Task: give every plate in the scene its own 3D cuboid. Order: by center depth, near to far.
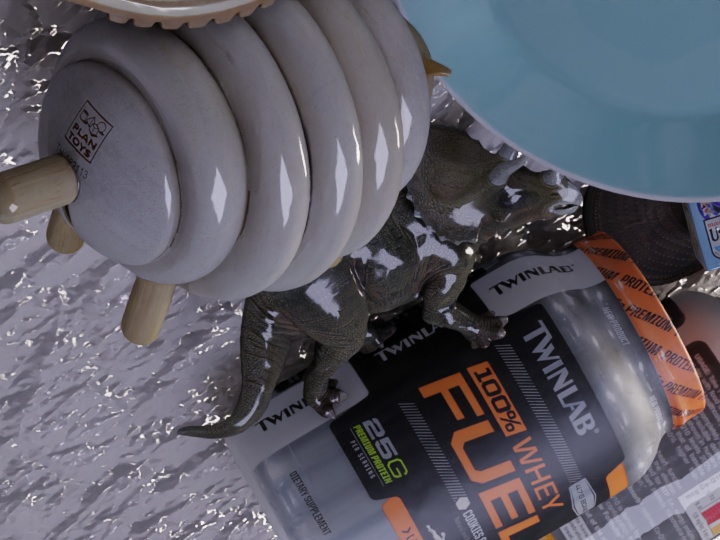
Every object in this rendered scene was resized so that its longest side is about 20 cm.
[{"bbox_3d":[0.106,-0.108,0.950,0.200,0.200,0.026,103,12,-49],"label":"plate"}]

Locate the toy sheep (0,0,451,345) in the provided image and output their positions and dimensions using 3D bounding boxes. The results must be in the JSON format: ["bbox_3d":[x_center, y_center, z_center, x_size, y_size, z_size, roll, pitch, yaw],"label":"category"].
[{"bbox_3d":[-0.050,-0.048,0.909,0.200,0.138,0.138,-28,152,-39],"label":"toy sheep"}]

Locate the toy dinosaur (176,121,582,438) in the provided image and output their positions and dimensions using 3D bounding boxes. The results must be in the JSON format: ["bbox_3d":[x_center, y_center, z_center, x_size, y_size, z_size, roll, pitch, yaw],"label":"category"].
[{"bbox_3d":[0.000,0.000,1.085,0.199,0.077,0.102,-25,129,3],"label":"toy dinosaur"}]

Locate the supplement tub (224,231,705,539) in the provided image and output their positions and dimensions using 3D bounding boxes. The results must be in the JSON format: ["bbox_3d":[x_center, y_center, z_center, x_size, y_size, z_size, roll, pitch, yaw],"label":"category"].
[{"bbox_3d":[0.049,0.072,1.157,0.200,0.123,0.123,-31,148,-4],"label":"supplement tub"}]

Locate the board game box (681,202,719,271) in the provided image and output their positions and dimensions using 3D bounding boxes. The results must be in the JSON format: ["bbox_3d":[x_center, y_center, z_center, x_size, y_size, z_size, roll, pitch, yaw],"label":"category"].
[{"bbox_3d":[0.218,-0.093,1.039,0.199,0.135,0.034,-17,-168,3],"label":"board game box"}]

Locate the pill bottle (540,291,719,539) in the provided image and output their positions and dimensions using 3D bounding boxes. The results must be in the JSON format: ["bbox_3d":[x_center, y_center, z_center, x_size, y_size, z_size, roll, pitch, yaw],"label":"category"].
[{"bbox_3d":[0.152,0.082,1.263,0.200,0.117,0.116,-32,148,2],"label":"pill bottle"}]

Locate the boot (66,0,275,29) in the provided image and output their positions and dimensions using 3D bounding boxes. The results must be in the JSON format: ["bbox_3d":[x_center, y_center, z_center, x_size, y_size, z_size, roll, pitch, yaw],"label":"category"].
[{"bbox_3d":[-0.081,-0.140,0.816,0.199,0.075,0.107,-3,134,-35],"label":"boot"}]

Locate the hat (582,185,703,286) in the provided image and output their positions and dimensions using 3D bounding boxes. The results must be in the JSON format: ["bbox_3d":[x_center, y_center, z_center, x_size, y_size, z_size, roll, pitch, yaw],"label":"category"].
[{"bbox_3d":[0.208,-0.040,1.175,0.200,0.081,0.201,-22,148,-15],"label":"hat"}]
